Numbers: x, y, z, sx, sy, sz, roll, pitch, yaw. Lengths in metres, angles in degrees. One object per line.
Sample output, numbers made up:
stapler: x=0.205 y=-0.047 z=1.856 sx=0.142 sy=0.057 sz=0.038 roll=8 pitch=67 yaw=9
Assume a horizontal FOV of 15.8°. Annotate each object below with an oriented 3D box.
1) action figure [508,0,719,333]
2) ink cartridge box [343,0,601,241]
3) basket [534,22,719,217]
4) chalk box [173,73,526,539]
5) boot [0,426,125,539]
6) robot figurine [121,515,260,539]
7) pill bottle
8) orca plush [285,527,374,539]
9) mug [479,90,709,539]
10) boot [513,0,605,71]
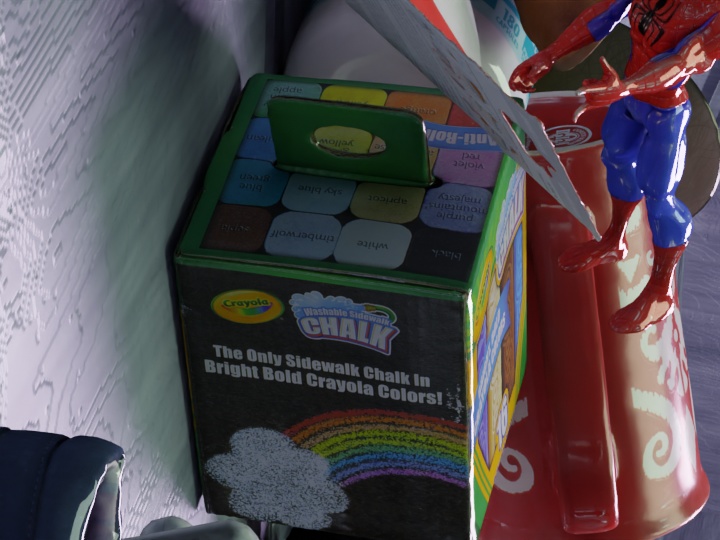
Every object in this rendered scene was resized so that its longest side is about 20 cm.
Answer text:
action figure: x=0.098 y=-0.055 z=1.049 sx=0.099 sy=0.065 sz=0.200 roll=-19 pitch=140 yaw=-27
ink cartridge box: x=0.022 y=-0.110 z=0.956 sx=0.050 sy=0.200 sz=0.161 roll=-47 pitch=161 yaw=-1
basket: x=0.104 y=-0.047 z=1.466 sx=0.136 sy=0.180 sz=0.200 roll=-62 pitch=177 yaw=31
chalk box: x=0.000 y=0.000 z=1.080 sx=0.124 sy=0.125 sz=0.200 roll=-71 pitch=165 yaw=-46
boot: x=-0.115 y=0.135 z=0.676 sx=0.073 sy=0.090 sz=0.201 roll=-20 pitch=117 yaw=-77
robot figurine: x=-0.056 y=0.172 z=0.931 sx=0.200 sy=0.113 sz=0.170 roll=84 pitch=-1 yaw=-50
pill bottle: x=0.038 y=-0.130 z=1.223 sx=0.200 sy=0.111 sz=0.111 roll=-70 pitch=163 yaw=-48
orca plush: x=-0.016 y=0.144 z=1.202 sx=0.200 sy=0.071 sz=0.105 roll=-55 pitch=-136 yaw=41
mug: x=0.109 y=0.026 z=1.259 sx=0.177 sy=0.133 sz=0.201 roll=27 pitch=-53 yaw=59
boot: x=0.045 y=-0.179 z=1.121 sx=0.074 sy=0.155 sz=0.200 roll=-45 pitch=-153 yaw=22
